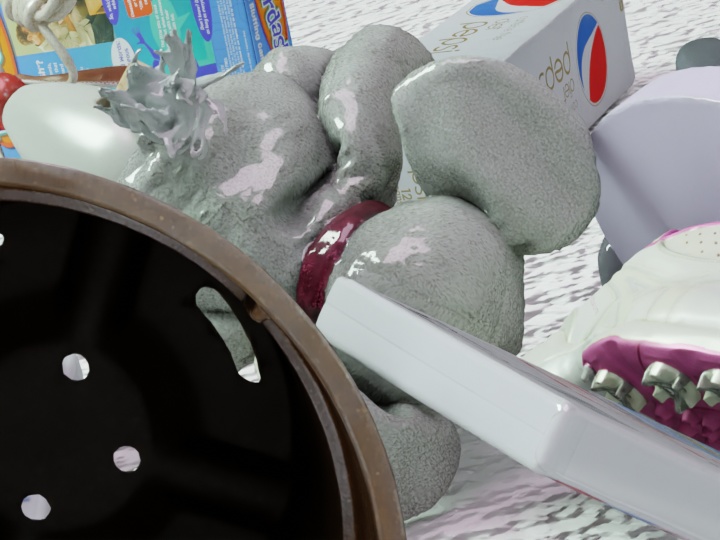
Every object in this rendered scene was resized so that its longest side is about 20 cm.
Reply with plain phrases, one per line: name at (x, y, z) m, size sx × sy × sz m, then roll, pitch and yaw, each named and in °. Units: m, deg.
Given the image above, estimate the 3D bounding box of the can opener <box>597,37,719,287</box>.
can opener at (0.128, -0.044, 1.162) m, size 0.053 × 0.067 × 0.200 m, roll -7°, pitch 16°, yaw 14°

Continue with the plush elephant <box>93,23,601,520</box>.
plush elephant at (0.000, 0.000, 0.980) m, size 0.165 × 0.155 × 0.200 m, roll -52°, pitch -17°, yaw -5°

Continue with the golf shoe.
golf shoe at (0.107, 0.018, 0.835) m, size 0.092 × 0.075 × 0.200 m, roll -53°, pitch 13°, yaw -13°

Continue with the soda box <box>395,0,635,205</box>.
soda box at (0.071, -0.091, 1.379) m, size 0.068 × 0.064 × 0.200 m, roll -4°, pitch 18°, yaw 23°

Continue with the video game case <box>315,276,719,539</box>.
video game case at (0.097, 0.060, 0.681) m, size 0.200 × 0.018 × 0.143 m, roll 25°, pitch 1°, yaw -23°

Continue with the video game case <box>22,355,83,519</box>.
video game case at (-0.194, 0.083, 1.032) m, size 0.182 × 0.022 × 0.200 m, roll -11°, pitch 15°, yaw 1°

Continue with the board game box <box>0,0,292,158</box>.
board game box at (-0.136, -0.135, 1.525) m, size 0.199 × 0.153 × 0.045 m, roll -3°, pitch 17°, yaw 27°

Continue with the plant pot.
plant pot at (-0.087, 0.062, 0.748) m, size 0.199 × 0.201 × 0.198 m, roll -11°, pitch 7°, yaw 2°

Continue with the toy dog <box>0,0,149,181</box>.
toy dog at (-0.123, -0.059, 1.336) m, size 0.132 × 0.096 × 0.200 m, roll -46°, pitch 46°, yaw 12°

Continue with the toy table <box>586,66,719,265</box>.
toy table at (0.176, -0.029, 0.917) m, size 0.117 × 0.184 × 0.200 m, roll -37°, pitch 39°, yaw -22°
